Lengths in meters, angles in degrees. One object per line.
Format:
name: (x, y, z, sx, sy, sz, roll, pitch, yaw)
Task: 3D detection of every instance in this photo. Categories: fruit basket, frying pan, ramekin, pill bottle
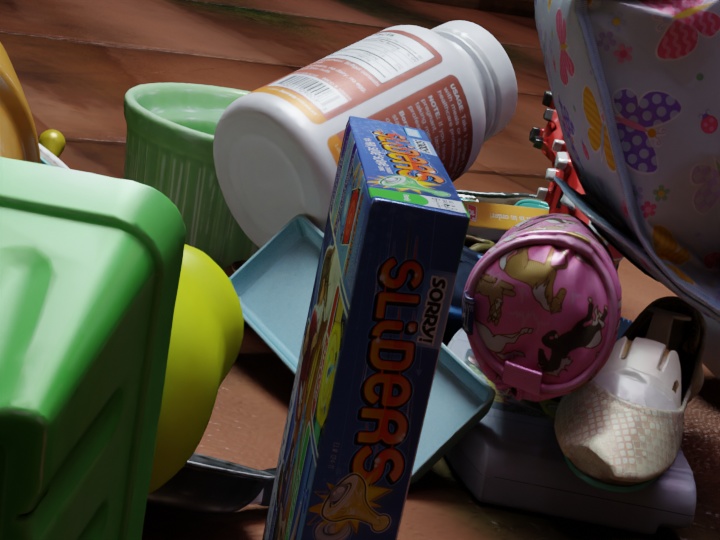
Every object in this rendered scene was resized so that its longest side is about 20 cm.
fruit basket: (-0.122, 0.045, 0.486, 0.154, 0.218, 0.216, 11, 16, -4)
frying pan: (-0.078, 0.092, 0.670, 0.114, 0.031, 0.190, 10, -8, 28)
ramekin: (-0.084, -0.067, 1.082, 0.198, 0.099, 0.200, 11, 16, -3)
pill bottle: (0.010, -0.092, 0.949, 0.112, 0.113, 0.199, 24, 41, 37)

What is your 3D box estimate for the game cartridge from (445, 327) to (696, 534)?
game cartridge: (0.108, 0.084, 0.831, 0.131, 0.041, 0.200, 7, 16, -2)

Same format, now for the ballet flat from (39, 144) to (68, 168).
ballet flat: (-0.164, -0.015, 0.867, 0.199, 0.070, 0.069, 35, 19, 4)

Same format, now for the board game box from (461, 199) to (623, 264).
board game box: (0.094, -0.014, 1.059, 0.198, 0.096, 0.030, 7, 58, -22)

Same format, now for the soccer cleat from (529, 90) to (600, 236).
soccer cleat: (0.168, -0.066, 1.027, 0.084, 0.069, 0.201, 13, 31, -5)

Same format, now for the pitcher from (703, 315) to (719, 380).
pitcher: (0.314, 0.059, 0.952, 0.198, 0.122, 0.172, 25, 33, 5)

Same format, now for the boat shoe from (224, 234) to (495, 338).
boat shoe: (0.000, 0.000, 0.972, 0.198, 0.069, 0.072, 3, 20, -28)

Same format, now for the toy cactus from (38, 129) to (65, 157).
toy cactus: (-0.220, -0.050, 0.967, 0.163, 0.103, 0.200, 21, 7, -4)

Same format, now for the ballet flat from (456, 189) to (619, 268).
ballet flat: (0.119, -0.034, 1.187, 0.198, 0.069, 0.068, 18, 8, 17)

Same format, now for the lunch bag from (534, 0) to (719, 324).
lunch bag: (0.169, -0.074, 0.811, 0.126, 0.202, 0.170, -16, 14, 3)

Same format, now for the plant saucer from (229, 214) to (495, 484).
plant saucer: (-0.006, 0.041, 0.807, 0.200, 0.070, 0.019, 43, -7, 43)

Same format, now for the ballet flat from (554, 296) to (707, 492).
ballet flat: (0.149, 0.056, 0.781, 0.067, 0.063, 0.200, 16, 17, 15)

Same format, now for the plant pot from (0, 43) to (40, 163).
plant pot: (-0.233, -0.015, 0.670, 0.198, 0.202, 0.184, 2, 34, -31)

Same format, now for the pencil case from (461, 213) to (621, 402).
pencil case: (0.101, 0.015, 0.798, 0.086, 0.084, 0.200, -23, 2, 10)

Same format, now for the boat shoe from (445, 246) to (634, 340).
boat shoe: (0.105, 0.012, 0.939, 0.198, 0.069, 0.084, 18, -18, -26)

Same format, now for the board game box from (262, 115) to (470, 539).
board game box: (-0.005, 0.055, 0.546, 0.034, 0.202, 0.136, 10, 17, -7)
